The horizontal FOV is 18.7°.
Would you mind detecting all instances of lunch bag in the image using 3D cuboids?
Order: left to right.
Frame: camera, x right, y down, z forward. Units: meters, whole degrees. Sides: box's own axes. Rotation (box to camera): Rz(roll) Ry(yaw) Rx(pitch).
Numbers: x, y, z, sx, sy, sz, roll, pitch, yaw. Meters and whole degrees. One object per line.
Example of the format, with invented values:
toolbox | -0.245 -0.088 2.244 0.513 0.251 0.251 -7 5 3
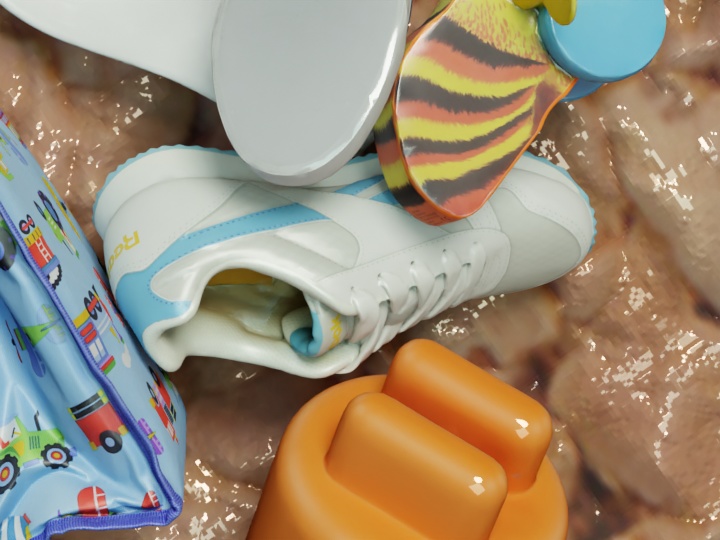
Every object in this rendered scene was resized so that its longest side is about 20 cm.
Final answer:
lunch bag | -0.139 -0.004 0.822 0.094 0.151 0.200 -19 100 -1

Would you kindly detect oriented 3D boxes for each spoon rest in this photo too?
spoon rest | -0.071 -0.109 0.855 0.200 0.061 0.099 40 102 -10

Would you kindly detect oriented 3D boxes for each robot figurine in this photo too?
robot figurine | 0.008 0.122 0.847 0.117 0.144 0.200 5 132 -16

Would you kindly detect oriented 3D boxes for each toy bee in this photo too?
toy bee | 0.066 -0.115 0.830 0.109 0.131 0.200 49 56 -5

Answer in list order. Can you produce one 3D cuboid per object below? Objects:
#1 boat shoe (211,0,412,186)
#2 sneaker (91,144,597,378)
boat shoe | -0.011 -0.119 0.823 0.072 0.066 0.200 -3 69 12
sneaker | 0.000 0.000 0.849 0.200 0.081 0.077 -4 140 -18
